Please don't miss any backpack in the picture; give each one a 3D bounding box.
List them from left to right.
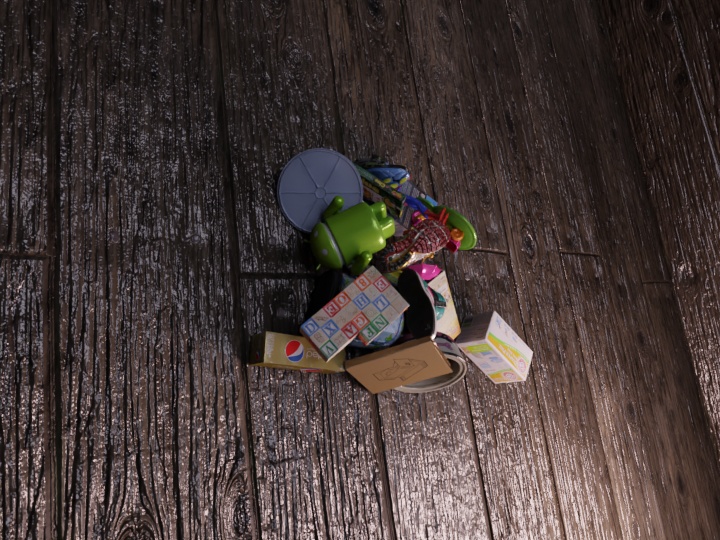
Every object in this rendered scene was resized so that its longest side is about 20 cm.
[{"bbox_3d":[0.000,0.101,1.163,0.200,0.154,0.163,33,61,-27],"label":"backpack"}]

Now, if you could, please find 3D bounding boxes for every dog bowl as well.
[{"bbox_3d":[0.150,0.217,1.237,0.200,0.200,0.074,25,43,-32],"label":"dog bowl"}]

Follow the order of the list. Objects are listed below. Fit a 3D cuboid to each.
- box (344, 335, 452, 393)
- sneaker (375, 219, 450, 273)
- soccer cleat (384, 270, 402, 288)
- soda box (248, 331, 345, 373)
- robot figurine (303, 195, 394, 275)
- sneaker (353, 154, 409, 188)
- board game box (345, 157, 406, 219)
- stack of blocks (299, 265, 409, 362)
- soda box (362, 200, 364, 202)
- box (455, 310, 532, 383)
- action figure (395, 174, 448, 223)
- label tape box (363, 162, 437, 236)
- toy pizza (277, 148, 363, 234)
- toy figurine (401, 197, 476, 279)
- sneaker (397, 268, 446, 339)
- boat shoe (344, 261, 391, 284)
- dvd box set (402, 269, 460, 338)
[{"bbox_3d":[0.086,0.213,1.144,0.164,0.200,0.021,52,25,-49],"label":"box"},{"bbox_3d":[0.120,-0.056,1.221,0.200,0.082,0.078,-26,82,-9],"label":"sneaker"},{"bbox_3d":[0.096,0.012,1.335,0.200,0.065,0.084,-6,78,-40],"label":"soccer cleat"},{"bbox_3d":[-0.131,0.176,1.091,0.200,0.068,0.064,15,67,-36],"label":"soda box"},{"bbox_3d":[-0.023,-0.077,1.154,0.200,0.116,0.176,-25,71,-3],"label":"robot figurine"},{"bbox_3d":[0.040,-0.253,1.282,0.071,0.199,0.083,45,69,-40],"label":"sneaker"},{"bbox_3d":[0.019,-0.204,1.260,0.200,0.105,0.023,34,72,10],"label":"board game box"},{"bbox_3d":[-0.012,0.099,1.062,0.200,0.059,0.115,-39,82,-17],"label":"stack of blocks"},{"bbox_3d":[-0.021,-0.138,1.287,0.200,0.064,0.068,52,51,-15],"label":"soda box"},{"bbox_3d":[0.384,0.222,1.474,0.200,0.112,0.101,45,53,-22],"label":"box"},{"bbox_3d":[0.131,-0.195,1.280,0.099,0.200,0.065,-64,157,-3],"label":"action figure"},{"bbox_3d":[0.106,-0.174,1.402,0.200,0.063,0.144,33,59,-27],"label":"label tape box"},{"bbox_3d":[-0.094,-0.182,1.204,0.200,0.032,0.201,-2,102,-8],"label":"toy pizza"},{"bbox_3d":[0.161,-0.063,1.306,0.200,0.150,0.184,38,68,8],"label":"toy figurine"},{"bbox_3d":[0.153,0.100,1.197,0.121,0.084,0.200,37,29,-40],"label":"sneaker"},{"bbox_3d":[0.000,0.000,1.237,0.200,0.065,0.072,46,7,3],"label":"boat shoe"},{"bbox_3d":[0.189,0.117,1.344,0.146,0.029,0.200,-36,120,-30],"label":"dvd box set"}]
